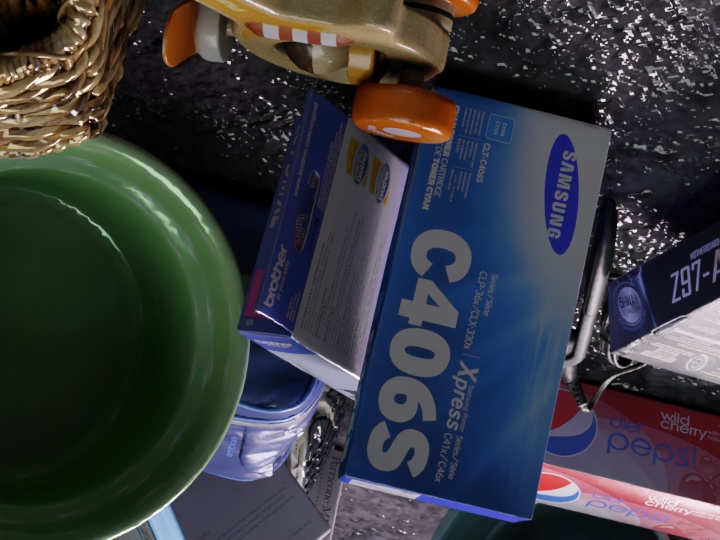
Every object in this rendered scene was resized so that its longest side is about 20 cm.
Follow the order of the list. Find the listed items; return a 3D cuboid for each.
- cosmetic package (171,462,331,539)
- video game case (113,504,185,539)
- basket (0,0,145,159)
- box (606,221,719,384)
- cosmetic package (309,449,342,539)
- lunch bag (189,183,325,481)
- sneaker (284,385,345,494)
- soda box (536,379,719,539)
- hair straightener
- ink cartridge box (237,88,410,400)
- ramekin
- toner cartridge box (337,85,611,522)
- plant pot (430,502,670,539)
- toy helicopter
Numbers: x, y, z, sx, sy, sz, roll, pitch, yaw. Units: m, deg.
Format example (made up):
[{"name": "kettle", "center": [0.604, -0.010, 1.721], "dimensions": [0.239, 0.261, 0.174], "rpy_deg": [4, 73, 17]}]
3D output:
[{"name": "cosmetic package", "center": [-0.127, 0.126, 1.018], "dimensions": [0.200, 0.113, 0.081], "rpy_deg": [55, 153, 4]}, {"name": "video game case", "center": [-0.161, 0.158, 0.971], "dimensions": [0.200, 0.018, 0.143], "rpy_deg": [22, 139, 45]}, {"name": "basket", "center": [-0.199, -0.143, 0.661], "dimensions": [0.200, 0.143, 0.149], "rpy_deg": [11, 150, 1]}, {"name": "box", "center": [0.260, 0.023, 0.837], "dimensions": [0.200, 0.044, 0.160], "rpy_deg": [15, 151, -26]}, {"name": "cosmetic package", "center": [-0.121, 0.166, 1.184], "dimensions": [0.200, 0.108, 0.085], "rpy_deg": [19, 148, -15]}, {"name": "lunch bag", "center": [-0.111, 0.023, 0.913], "dimensions": [0.200, 0.136, 0.132], "rpy_deg": [16, 149, -4]}, {"name": "sneaker", "center": [-0.063, 0.090, 1.087], "dimensions": [0.086, 0.078, 0.200], "rpy_deg": [17, 144, 15]}, {"name": "soda box", "center": [0.159, 0.122, 1.045], "dimensions": [0.200, 0.070, 0.063], "rpy_deg": [13, 149, -1]}, {"name": "hair straightener", "center": [0.144, 0.027, 0.917], "dimensions": [0.077, 0.041, 0.200], "rpy_deg": [4, 143, 12]}, {"name": "ink cartridge box", "center": [0.000, 0.000, 0.814], "dimensions": [0.042, 0.119, 0.200], "rpy_deg": [5, 162, 31]}, {"name": "ramekin", "center": [-0.164, 0.031, 0.762], "dimensions": [0.200, 0.200, 0.098], "rpy_deg": [28, 167, -25]}, {"name": "toner cartridge box", "center": [0.057, 0.017, 0.777], "dimensions": [0.095, 0.200, 0.043], "rpy_deg": [13, 170, -4]}, {"name": "plant pot", "center": [0.175, 0.265, 1.178], "dimensions": [0.200, 0.200, 0.196], "rpy_deg": [-8, 152, 30]}, {"name": "toy helicopter", "center": [-0.046, -0.117, 0.676], "dimensions": [0.132, 0.079, 0.200], "rpy_deg": [8, 174, 36]}]
